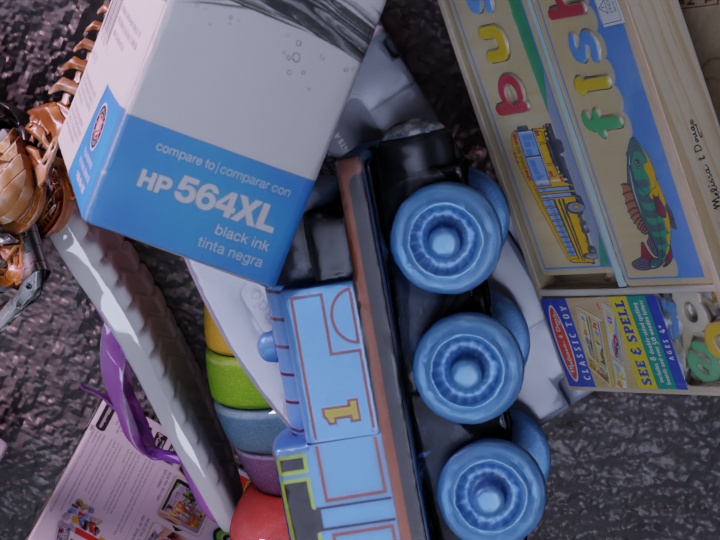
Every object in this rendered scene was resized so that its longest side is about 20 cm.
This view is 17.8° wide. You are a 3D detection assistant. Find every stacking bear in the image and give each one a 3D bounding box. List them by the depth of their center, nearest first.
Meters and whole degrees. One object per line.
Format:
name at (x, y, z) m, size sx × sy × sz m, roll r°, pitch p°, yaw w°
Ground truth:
stacking bear at (-0.026, 0.021, 1.084) m, size 0.121 × 0.114 × 0.201 m, roll -14°, pitch 104°, yaw -4°

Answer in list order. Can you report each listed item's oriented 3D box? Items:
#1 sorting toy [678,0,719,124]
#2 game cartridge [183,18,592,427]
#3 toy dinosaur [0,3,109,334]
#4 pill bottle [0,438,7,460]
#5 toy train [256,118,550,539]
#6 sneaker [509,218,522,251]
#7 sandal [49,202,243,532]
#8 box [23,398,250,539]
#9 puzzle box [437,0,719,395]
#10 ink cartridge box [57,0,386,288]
sorting toy at (0.204, -0.077, 0.969) m, size 0.197 × 0.070 × 0.201 m, roll -8°, pitch 124°, yaw -6°
game cartridge at (0.000, 0.000, 1.013) m, size 0.133 × 0.042 × 0.201 m, roll -31°, pitch 97°, yaw 9°
toy dinosaur at (-0.172, -0.045, 1.063) m, size 0.200 × 0.102 × 0.136 m, roll -39°, pitch 63°, yaw -8°
pill bottle at (-0.284, 0.068, 1.162) m, size 0.199 × 0.113 × 0.113 m, roll 35°, pitch 119°, yaw -7°
toy train at (0.014, 0.040, 0.961) m, size 0.113 × 0.087 × 0.202 m, roll -10°, pitch 98°, yaw 8°
sneaker at (0.154, 0.015, 1.054) m, size 0.198 × 0.082 × 0.074 m, roll 6°, pitch 120°, yaw 10°
sandal at (-0.117, 0.040, 1.129) m, size 0.050 × 0.082 × 0.204 m, roll -26°, pitch 96°, yaw 9°
box at (-0.111, 0.148, 1.116) m, size 0.110 × 0.200 × 0.035 m, roll 30°, pitch 120°, yaw -4°
puzzle box at (0.097, -0.046, 0.928) m, size 0.133 × 0.025 × 0.201 m, roll -3°, pitch 109°, yaw 62°
ink cartridge box at (-0.043, -0.114, 0.899) m, size 0.084 × 0.146 × 0.201 m, roll 20°, pitch 101°, yaw -15°
